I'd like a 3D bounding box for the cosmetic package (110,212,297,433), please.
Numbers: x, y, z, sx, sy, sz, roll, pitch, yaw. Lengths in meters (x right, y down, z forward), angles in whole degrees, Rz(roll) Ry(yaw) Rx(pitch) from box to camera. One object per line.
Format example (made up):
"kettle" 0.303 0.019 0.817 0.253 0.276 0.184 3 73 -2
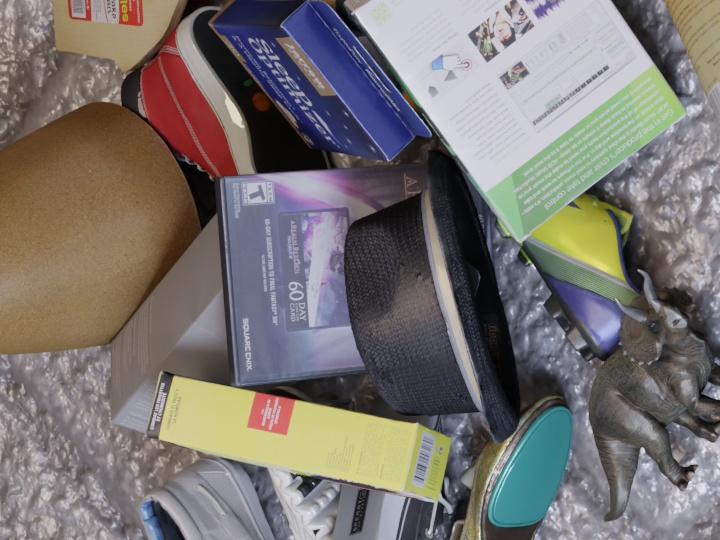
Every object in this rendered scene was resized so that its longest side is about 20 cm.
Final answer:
"cosmetic package" -0.094 0.042 1.786 0.200 0.106 0.091 -48 33 35

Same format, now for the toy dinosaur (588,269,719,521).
"toy dinosaur" 0.195 0.081 1.623 0.102 0.077 0.201 33 135 9

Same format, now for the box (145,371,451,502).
"box" -0.043 0.115 1.691 0.199 0.075 0.050 11 83 25

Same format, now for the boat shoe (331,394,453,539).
"boat shoe" 0.031 0.166 1.737 0.073 0.068 0.200 -23 43 42

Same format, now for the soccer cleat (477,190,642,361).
"soccer cleat" 0.141 -0.031 1.680 0.083 0.065 0.201 -33 69 6

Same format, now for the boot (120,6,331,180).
"boot" -0.104 -0.082 1.850 0.144 0.072 0.201 -36 81 49

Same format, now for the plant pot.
"plant pot" -0.253 -0.013 1.845 0.186 0.199 0.188 23 123 42

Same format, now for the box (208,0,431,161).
"box" -0.031 -0.132 1.684 0.121 0.032 0.200 51 167 -18

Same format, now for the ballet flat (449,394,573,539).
"ballet flat" 0.094 0.174 1.719 0.070 0.070 0.201 21 105 33

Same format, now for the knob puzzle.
"knob puzzle" -0.175 -0.253 1.881 0.219 0.030 0.221 16 110 50

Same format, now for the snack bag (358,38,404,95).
"snack bag" -0.006 -0.220 1.743 0.200 0.021 0.190 30 110 55

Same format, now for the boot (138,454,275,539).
"boot" -0.097 0.242 1.825 0.073 0.095 0.201 -32 85 40

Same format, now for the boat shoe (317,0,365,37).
"boat shoe" 0.071 -0.191 1.638 0.062 0.199 0.075 -150 52 -66

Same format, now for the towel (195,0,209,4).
"towel" -0.097 -0.309 1.822 0.200 0.022 0.145 -41 69 44

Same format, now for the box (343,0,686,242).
"box" 0.103 -0.138 1.603 0.144 0.036 0.200 -36 111 2

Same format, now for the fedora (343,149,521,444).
"fedora" 0.042 0.025 1.644 0.091 0.201 0.202 -15 84 9

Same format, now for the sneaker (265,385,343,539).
"sneaker" -0.029 0.180 1.783 0.081 0.075 0.201 -23 97 49

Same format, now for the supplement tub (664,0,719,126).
"supplement tub" 0.266 -0.168 1.517 0.144 0.144 0.201 -30 76 33

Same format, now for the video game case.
"video game case" 0.000 0.000 1.703 0.019 0.199 0.144 178 88 -70

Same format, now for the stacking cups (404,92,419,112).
"stacking cups" 0.069 -0.140 1.716 0.199 0.060 0.061 0 93 38
